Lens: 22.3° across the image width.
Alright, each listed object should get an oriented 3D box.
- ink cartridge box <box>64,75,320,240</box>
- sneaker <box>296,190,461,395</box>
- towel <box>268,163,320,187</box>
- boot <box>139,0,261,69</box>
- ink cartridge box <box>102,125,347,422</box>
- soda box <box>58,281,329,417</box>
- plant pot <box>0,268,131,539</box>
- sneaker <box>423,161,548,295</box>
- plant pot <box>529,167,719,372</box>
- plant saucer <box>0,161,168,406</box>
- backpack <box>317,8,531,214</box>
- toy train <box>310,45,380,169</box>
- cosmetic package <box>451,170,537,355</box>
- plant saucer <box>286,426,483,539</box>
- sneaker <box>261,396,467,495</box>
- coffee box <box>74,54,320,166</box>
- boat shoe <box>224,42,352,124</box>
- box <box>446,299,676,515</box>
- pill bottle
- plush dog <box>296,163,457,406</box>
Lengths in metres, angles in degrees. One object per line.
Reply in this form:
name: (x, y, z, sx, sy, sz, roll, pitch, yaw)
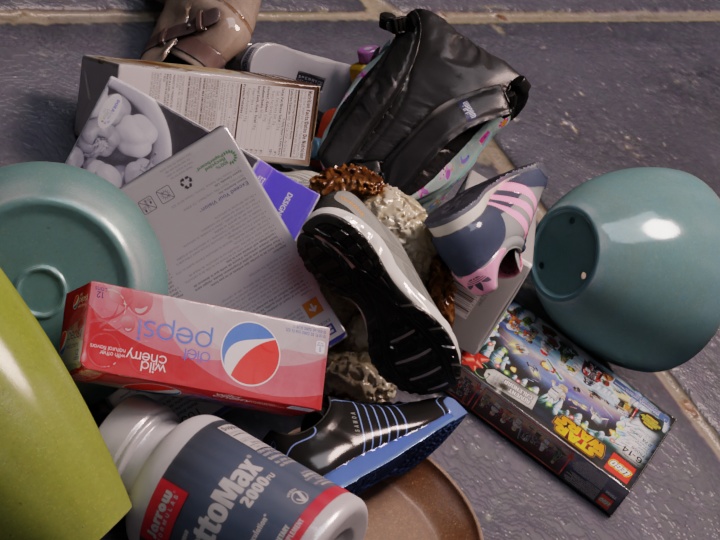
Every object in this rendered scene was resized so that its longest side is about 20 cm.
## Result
ink cartridge box: (-0.166, -0.027, 1.517, 0.199, 0.199, 0.043, 29, 2, 1)
sneaker: (0.025, 0.017, 1.495, 0.200, 0.074, 0.079, 56, 25, -22)
towel: (-0.110, -0.083, 1.668, 0.192, 0.035, 0.200, -5, 12, -38)
boot: (-0.183, -0.249, 1.851, 0.070, 0.199, 0.147, 48, 61, -34)
ink cartridge box: (-0.143, 0.017, 1.474, 0.201, 0.199, 0.041, 60, -5, -8)
soda box: (-0.127, 0.062, 1.396, 0.199, 0.063, 0.070, 12, 76, -25)
plant pot: (-0.264, 0.128, 1.307, 0.200, 0.187, 0.187, 47, 37, -2)
sneaker: (0.119, -0.036, 1.583, 0.200, 0.070, 0.082, -34, 100, -57)
plant pot: (0.239, -0.007, 1.749, 0.134, 0.200, 0.200, 8, 41, -40)
plant saucer: (-0.248, 0.016, 1.420, 0.199, 0.201, 0.036, 24, 0, -9)
backpack: (0.050, -0.133, 1.766, 0.167, 0.127, 0.200, 34, 76, 20)
toy train: (0.022, -0.152, 1.878, 0.199, 0.151, 0.056, 5, 8, -41)
cosmetic package: (0.105, -0.011, 1.713, 0.090, 0.107, 0.200, 31, 20, 0)
plant saucer: (0.005, 0.210, 1.490, 0.200, 0.037, 0.201, 18, 38, -15)
sneaker: (0.005, 0.132, 1.494, 0.200, 0.070, 0.078, -22, 65, -47)
coffee box: (-0.154, -0.150, 1.713, 0.199, 0.080, 0.114, 3, 10, -27)
boat shoe: (-0.056, -0.187, 1.881, 0.199, 0.071, 0.070, 15, 1, -40)
box: (0.186, 0.123, 1.710, 0.200, 0.040, 0.137, 36, 38, 8)
pill bottle: (-0.106, 0.178, 1.370, 0.199, 0.120, 0.120, 27, 34, 19)
plush dog: (0.000, 0.000, 1.588, 0.200, 0.172, 0.161, 47, 34, -5)
